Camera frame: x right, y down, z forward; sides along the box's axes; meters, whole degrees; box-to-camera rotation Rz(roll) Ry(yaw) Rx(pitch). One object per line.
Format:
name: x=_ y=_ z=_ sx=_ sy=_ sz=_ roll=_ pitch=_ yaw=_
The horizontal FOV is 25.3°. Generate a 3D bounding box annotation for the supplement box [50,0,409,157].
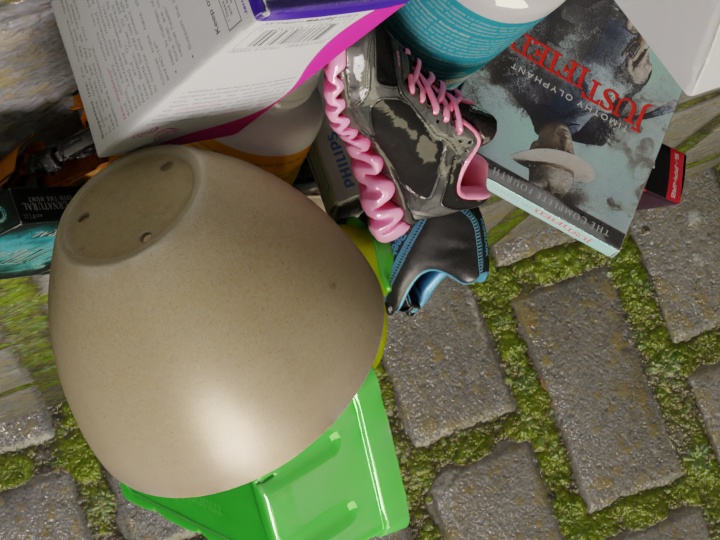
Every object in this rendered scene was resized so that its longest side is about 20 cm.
supplement box: x=-0.075 y=-0.147 z=0.867 sx=0.100 sy=0.105 sz=0.199 roll=-14 pitch=170 yaw=-37

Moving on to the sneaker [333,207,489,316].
sneaker: x=0.000 y=0.000 z=1.104 sx=0.199 sy=0.083 sz=0.073 roll=-24 pitch=173 yaw=35

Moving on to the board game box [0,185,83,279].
board game box: x=-0.233 y=-0.026 z=1.171 sx=0.134 sy=0.028 sz=0.199 roll=-24 pitch=172 yaw=28

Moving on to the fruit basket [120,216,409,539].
fruit basket: x=-0.046 y=0.070 z=1.025 sx=0.213 sy=0.157 sz=0.216 roll=-10 pitch=-150 yaw=6

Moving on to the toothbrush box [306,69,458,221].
toothbrush box: x=0.047 y=-0.138 z=1.127 sx=0.198 sy=0.148 sz=0.085 roll=-19 pitch=173 yaw=-6

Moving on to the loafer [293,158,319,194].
loafer: x=0.024 y=-0.104 z=1.201 sx=0.199 sy=0.072 sz=0.063 roll=-30 pitch=148 yaw=-7

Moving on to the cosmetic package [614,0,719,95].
cosmetic package: x=0.253 y=-0.226 z=0.870 sx=0.197 sy=0.124 sz=0.201 roll=-18 pitch=146 yaw=-21

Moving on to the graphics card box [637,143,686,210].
graphics card box: x=0.159 y=-0.095 z=1.320 sx=0.199 sy=0.052 sz=0.125 roll=20 pitch=163 yaw=-39

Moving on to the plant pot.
plant pot: x=-0.102 y=0.009 z=0.920 sx=0.198 sy=0.202 sz=0.135 roll=-22 pitch=131 yaw=11

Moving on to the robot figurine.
robot figurine: x=-0.197 y=-0.086 z=1.175 sx=0.144 sy=0.059 sz=0.199 roll=-15 pitch=172 yaw=-43

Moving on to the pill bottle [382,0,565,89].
pill bottle: x=0.063 y=-0.184 z=0.958 sx=0.110 sy=0.112 sz=0.200 roll=-17 pitch=173 yaw=-29

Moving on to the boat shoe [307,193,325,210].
boat shoe: x=-0.018 y=-0.082 z=1.322 sx=0.198 sy=0.069 sz=0.075 roll=15 pitch=-139 yaw=37

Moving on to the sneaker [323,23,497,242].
sneaker: x=0.032 y=-0.096 z=0.961 sx=0.094 sy=0.080 sz=0.201 roll=-7 pitch=146 yaw=12

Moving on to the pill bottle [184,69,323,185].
pill bottle: x=-0.093 y=-0.080 z=1.056 sx=0.108 sy=0.110 sz=0.201 roll=-15 pitch=146 yaw=-41

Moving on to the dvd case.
dvd case: x=0.145 y=-0.129 z=1.078 sx=0.202 sy=0.145 sz=0.022 roll=-64 pitch=-172 yaw=-18
